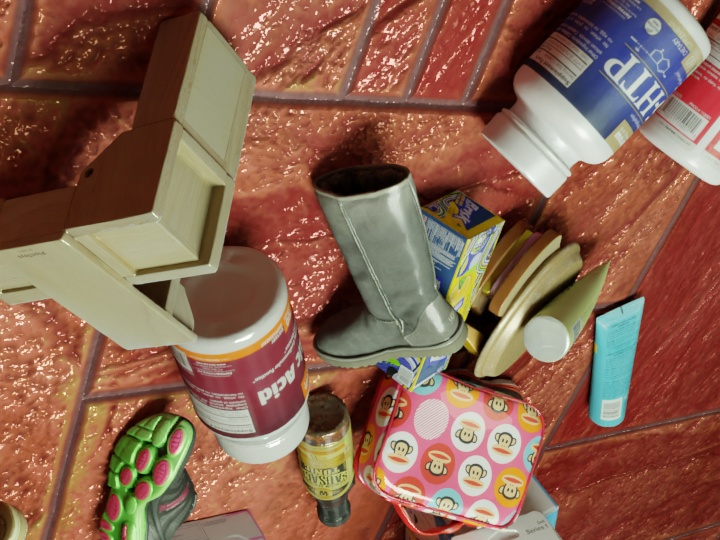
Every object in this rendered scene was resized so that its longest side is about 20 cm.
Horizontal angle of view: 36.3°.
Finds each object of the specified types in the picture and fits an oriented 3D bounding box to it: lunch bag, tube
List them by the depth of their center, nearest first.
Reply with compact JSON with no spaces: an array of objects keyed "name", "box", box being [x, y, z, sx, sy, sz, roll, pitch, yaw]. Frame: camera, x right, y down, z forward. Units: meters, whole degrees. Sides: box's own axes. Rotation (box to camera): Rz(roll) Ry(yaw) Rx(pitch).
[{"name":"tube","box":[0.230,0.044,1.208,0.200,0.058,0.052,-32,108,-59]},{"name":"lunch bag","box":[0.098,0.210,1.227,0.199,0.082,0.178,22,80,-20]},{"name":"tube","box":[0.339,0.125,1.470,0.077,0.050,0.201,-25,135,-24]}]

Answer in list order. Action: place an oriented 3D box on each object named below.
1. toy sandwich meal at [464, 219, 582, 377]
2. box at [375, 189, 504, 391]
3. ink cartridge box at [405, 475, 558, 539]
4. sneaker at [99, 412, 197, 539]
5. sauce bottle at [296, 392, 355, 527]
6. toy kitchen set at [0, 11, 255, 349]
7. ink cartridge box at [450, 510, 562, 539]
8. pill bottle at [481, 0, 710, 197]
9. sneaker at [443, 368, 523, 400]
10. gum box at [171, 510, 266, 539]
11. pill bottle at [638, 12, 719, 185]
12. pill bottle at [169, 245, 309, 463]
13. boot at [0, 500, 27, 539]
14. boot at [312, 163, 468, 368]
[{"name":"toy sandwich meal","box":[0.170,0.032,1.217,0.205,0.070,0.206,-46,162,-19]},{"name":"box","box":[0.075,0.023,1.124,0.070,0.064,0.201,-27,144,-46]},{"name":"ink cartridge box","box":[0.154,0.346,1.448,0.145,0.147,0.201,-23,138,-19]},{"name":"sneaker","box":[-0.205,0.214,1.100,0.083,0.077,0.201,-21,144,-49]},{"name":"sauce bottle","box":[-0.036,0.221,1.237,0.066,0.066,0.201,-26,138,-17]},{"name":"toy kitchen set","box":[-0.175,-0.057,0.850,0.198,0.182,0.163,-8,147,26]},{"name":"ink cartridge box","box":[0.156,0.397,1.316,0.145,0.085,0.201,-12,135,-26]},{"name":"pill bottle","box":[0.212,-0.170,1.017,0.200,0.120,0.119,-47,141,9]},{"name":"sneaker","box":[0.139,0.172,1.318,0.199,0.082,0.077,3,126,-38]},{"name":"gum box","box":[-0.209,0.345,1.213,0.199,0.066,0.114,-3,128,-37]},{"name":"pill bottle","box":[0.391,-0.199,1.141,0.112,0.112,0.201,15,117,-46]},{"name":"pill bottle","box":[-0.108,0.084,1.005,0.114,0.114,0.201,-27,140,-15]},{"name":"boot","box":[-0.346,0.301,1.057,0.200,0.072,0.154,-46,141,15]},{"name":"boot","box":[0.000,-0.001,1.033,0.180,0.073,0.201,-11,132,25]}]
